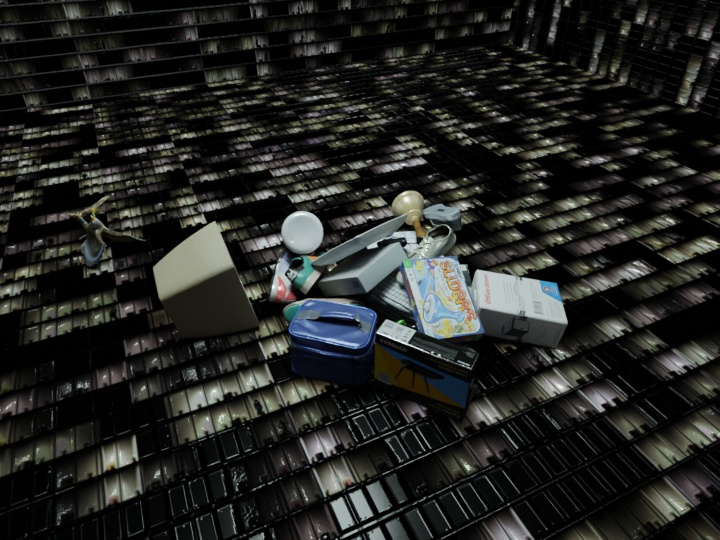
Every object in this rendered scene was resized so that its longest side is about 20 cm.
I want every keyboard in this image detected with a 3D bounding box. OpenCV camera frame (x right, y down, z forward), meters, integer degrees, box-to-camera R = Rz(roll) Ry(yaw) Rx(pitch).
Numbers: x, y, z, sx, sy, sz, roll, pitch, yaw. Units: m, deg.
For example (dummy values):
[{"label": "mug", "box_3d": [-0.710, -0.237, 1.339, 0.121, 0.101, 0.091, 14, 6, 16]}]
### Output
[{"label": "keyboard", "box_3d": [0.105, -0.074, 1.356, 0.125, 0.021, 0.200, -3, 0, 3]}]

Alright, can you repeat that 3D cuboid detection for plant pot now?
[{"label": "plant pot", "box_3d": [-0.371, 0.040, 1.225, 0.176, 0.201, 0.200, -23, 41, -12]}]

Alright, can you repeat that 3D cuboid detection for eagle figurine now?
[{"label": "eagle figurine", "box_3d": [-0.740, -0.104, 1.490, 0.152, 0.151, 0.200, -45, 81, 5]}]

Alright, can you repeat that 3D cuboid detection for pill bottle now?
[{"label": "pill bottle", "box_3d": [-0.160, -0.100, 1.413, 0.108, 0.111, 0.200, -6, 3, -8]}]

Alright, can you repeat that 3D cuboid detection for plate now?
[{"label": "plate", "box_3d": [0.000, -0.069, 1.288, 0.199, 0.033, 0.199, -29, 3, -43]}]

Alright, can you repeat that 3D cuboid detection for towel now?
[{"label": "towel", "box_3d": [0.125, 0.050, 1.263, 0.165, 0.086, 0.199, -41, 41, -23]}]

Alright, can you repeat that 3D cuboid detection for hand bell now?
[{"label": "hand bell", "box_3d": [0.164, -0.135, 1.513, 0.103, 0.105, 0.201, -7, 41, -9]}]

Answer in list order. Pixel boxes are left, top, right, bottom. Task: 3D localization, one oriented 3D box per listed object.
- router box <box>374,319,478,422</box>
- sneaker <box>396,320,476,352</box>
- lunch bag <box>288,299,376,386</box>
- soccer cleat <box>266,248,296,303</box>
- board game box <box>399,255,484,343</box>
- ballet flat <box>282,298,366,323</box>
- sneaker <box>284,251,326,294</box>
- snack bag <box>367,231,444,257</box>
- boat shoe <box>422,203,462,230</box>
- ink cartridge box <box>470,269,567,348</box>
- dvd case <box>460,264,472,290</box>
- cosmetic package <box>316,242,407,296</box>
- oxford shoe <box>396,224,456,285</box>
[{"label": "router box", "box_3d": [0.125, 0.197, 1.031, 0.198, 0.150, 0.051, 18, 39, 24]}, {"label": "sneaker", "box_3d": [0.156, 0.166, 1.128, 0.198, 0.086, 0.078, 12, 38, 15]}, {"label": "lunch bag", "box_3d": [-0.051, 0.147, 1.114, 0.198, 0.133, 0.136, 7, 37, 11]}, {"label": "soccer cleat", "box_3d": [-0.193, 0.016, 1.360, 0.072, 0.069, 0.201, 16, 34, -10]}, {"label": "board game box", "box_3d": [0.175, 0.064, 1.142, 0.134, 0.035, 0.202, -5, 57, -16]}, {"label": "ballet flat", "box_3d": [-0.087, 0.097, 1.253, 0.197, 0.069, 0.067, 1, 17, -7]}, {"label": "sneaker", "box_3d": [-0.136, -0.014, 1.339, 0.080, 0.072, 0.200, 37, 22, -6]}, {"label": "snack bag", "box_3d": [0.115, -0.061, 1.468, 0.198, 0.022, 0.189, -6, 30, -9]}, {"label": "boat shoe", "box_3d": [0.248, -0.155, 1.573, 0.073, 0.069, 0.199, -28, 19, -17]}, {"label": "ink cartridge box", "box_3d": [0.361, 0.086, 1.217, 0.198, 0.087, 0.147, 9, 37, 3]}, {"label": "dvd case", "box_3d": [0.217, 0.049, 1.338, 0.144, 0.022, 0.201, 0, 38, 0]}, {"label": "cosmetic package", "box_3d": [0.000, 0.000, 1.283, 0.151, 0.052, 0.199, -41, 17, -29]}, {"label": "oxford shoe", "box_3d": [0.154, -0.041, 1.242, 0.075, 0.058, 0.200, 27, 61, 40]}]
